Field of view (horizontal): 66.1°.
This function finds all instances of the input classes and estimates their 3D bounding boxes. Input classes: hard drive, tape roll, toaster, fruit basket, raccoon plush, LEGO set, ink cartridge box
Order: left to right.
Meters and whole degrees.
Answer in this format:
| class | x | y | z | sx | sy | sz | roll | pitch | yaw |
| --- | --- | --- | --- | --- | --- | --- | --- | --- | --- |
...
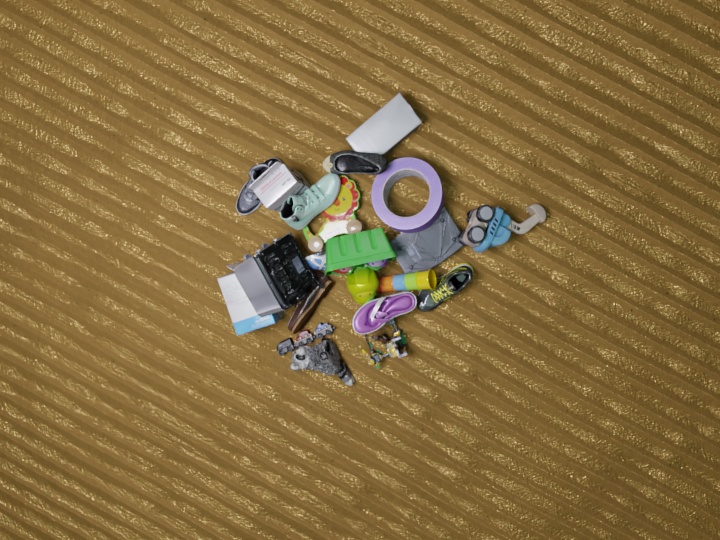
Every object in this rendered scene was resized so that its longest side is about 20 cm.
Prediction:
| class | x | y | z | sx | sy | sz | roll | pitch | yaw |
| --- | --- | --- | --- | --- | --- | --- | --- | --- | --- |
| ink cartridge box | -0.325 | 0.067 | 1.644 | 0.124 | 0.129 | 0.202 | -17 | 96 | 7 |
| toaster | -0.228 | 0.018 | 1.547 | 0.118 | 0.181 | 0.201 | -20 | 103 | 36 |
| ink cartridge box | -0.220 | -0.228 | 1.550 | 0.116 | 0.200 | 0.068 | -40 | 82 | 10 |
| raccoon plush | -0.124 | 0.299 | 1.670 | 0.133 | 0.097 | 0.201 | -25 | 105 | 17 |
| fruit basket | 0.000 | 0.000 | 1.550 | 0.213 | 0.156 | 0.218 | 1 | 85 | -6 |
| LEGO set | 0.059 | 0.192 | 1.628 | 0.152 | 0.116 | 0.202 | -13 | 96 | 7 |
| tape roll | 0.134 | -0.210 | 1.559 | 0.198 | 0.085 | 0.203 | -1 | 86 | 12 |
| hard drive | 0.192 | -0.079 | 1.614 | 0.199 | 0.042 | 0.136 | -33 | 94 | 10 |

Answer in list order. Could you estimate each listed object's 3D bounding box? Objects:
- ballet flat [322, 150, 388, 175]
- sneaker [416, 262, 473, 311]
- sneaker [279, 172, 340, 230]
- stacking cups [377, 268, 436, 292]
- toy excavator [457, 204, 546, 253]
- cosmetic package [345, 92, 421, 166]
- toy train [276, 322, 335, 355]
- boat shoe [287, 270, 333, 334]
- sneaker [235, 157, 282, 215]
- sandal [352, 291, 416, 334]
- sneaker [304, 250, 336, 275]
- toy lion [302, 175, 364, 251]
| class | x | y | z | sx | sy | sz | roll | pitch | yaw |
| --- | --- | --- | --- | --- | --- | --- | --- | --- | --- |
| ballet flat | -0.019 | -0.295 | 1.523 | 0.198 | 0.057 | 0.067 | 3 | 113 | 25 |
| sneaker | 0.242 | 0.049 | 1.606 | 0.200 | 0.085 | 0.075 | -41 | 92 | 10 |
| sneaker | -0.141 | -0.202 | 1.552 | 0.074 | 0.118 | 0.201 | 44 | 96 | 18 |
| stacking cups | 0.119 | 0.039 | 1.601 | 0.198 | 0.060 | 0.061 | -10 | 98 | 32 |
| toy excavator | 0.401 | -0.123 | 1.554 | 0.198 | 0.100 | 0.196 | 25 | 83 | -8 |
| cosmetic package | 0.066 | -0.392 | 1.561 | 0.199 | 0.090 | 0.107 | -36 | 94 | 7 |
| toy train | -0.169 | 0.205 | 1.698 | 0.198 | 0.034 | 0.046 | -24 | 85 | 9 |
| boat shoe | -0.162 | 0.094 | 1.664 | 0.070 | 0.070 | 0.201 | 36 | 91 | 14 |
| sneaker | -0.306 | -0.245 | 1.604 | 0.075 | 0.114 | 0.200 | 40 | 100 | -1 |
| sandal | 0.067 | 0.111 | 1.553 | 0.201 | 0.050 | 0.083 | -27 | 89 | -12 |
| sneaker | -0.091 | -0.021 | 1.628 | 0.198 | 0.076 | 0.078 | -10 | 93 | 3 |
| toy lion | -0.086 | -0.174 | 1.624 | 0.198 | 0.069 | 0.193 | -23 | 88 | 9 |
